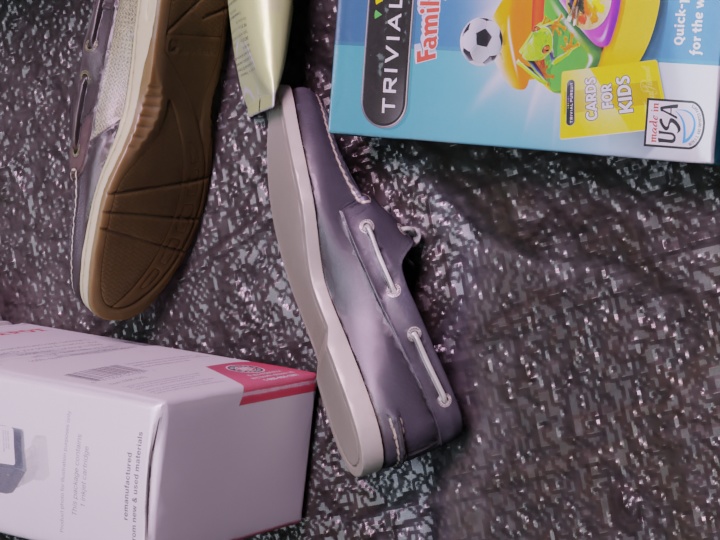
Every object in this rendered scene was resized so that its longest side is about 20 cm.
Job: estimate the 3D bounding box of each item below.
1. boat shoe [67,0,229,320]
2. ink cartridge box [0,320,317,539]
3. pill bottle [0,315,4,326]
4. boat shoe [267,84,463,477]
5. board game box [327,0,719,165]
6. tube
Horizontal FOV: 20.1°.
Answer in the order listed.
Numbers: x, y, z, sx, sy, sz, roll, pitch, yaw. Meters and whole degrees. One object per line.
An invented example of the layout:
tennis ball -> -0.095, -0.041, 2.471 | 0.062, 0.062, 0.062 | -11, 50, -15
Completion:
boat shoe -> -0.118, -0.076, 1.063 | 0.065, 0.073, 0.201 | 20, 97, 39
ink cartridge box -> -0.144, 0.082, 1.031 | 0.199, 0.145, 0.085 | 10, 97, 29
pill bottle -> -0.306, 0.044, 1.143 | 0.199, 0.111, 0.112 | 10, 96, 29
boat shoe -> 0.000, 0.000, 1.010 | 0.062, 0.073, 0.201 | -12, 76, -14
board game box -> 0.085, -0.131, 0.953 | 0.199, 0.047, 0.152 | 6, 94, 29
tube -> -0.049, -0.179, 1.026 | 0.052, 0.058, 0.201 | 0, 89, 29
